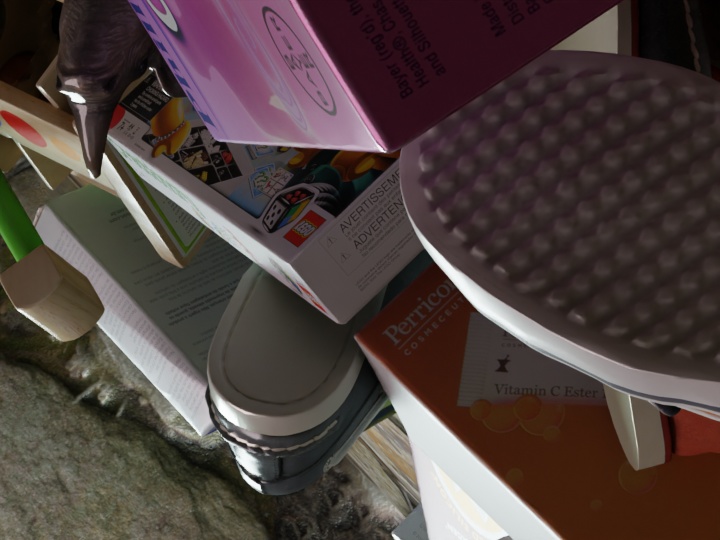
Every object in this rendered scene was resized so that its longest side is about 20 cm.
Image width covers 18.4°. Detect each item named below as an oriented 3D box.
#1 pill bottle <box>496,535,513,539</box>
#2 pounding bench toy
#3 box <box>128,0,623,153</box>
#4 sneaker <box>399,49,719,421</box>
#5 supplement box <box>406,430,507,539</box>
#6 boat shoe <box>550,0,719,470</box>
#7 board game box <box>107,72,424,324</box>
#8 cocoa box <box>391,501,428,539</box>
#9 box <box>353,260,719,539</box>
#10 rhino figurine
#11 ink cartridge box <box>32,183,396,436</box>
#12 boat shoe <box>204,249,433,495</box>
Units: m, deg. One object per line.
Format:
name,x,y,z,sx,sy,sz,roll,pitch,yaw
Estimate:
pill bottle,0.120,0.175,0.914,0.200,0.104,0.104,33,-177,-39
pounding bench toy,-0.151,-0.079,1.088,0.156,0.200,0.124,25,161,29
box,-0.025,-0.129,0.554,0.176,0.097,0.200,58,171,-12
sneaker,0.105,0.010,0.532,0.200,0.079,0.079,20,166,18
supplement box,0.087,0.098,0.992,0.110,0.086,0.200,35,145,49
boat shoe,0.094,-0.025,0.637,0.071,0.062,0.200,-105,1,-52
board game box,-0.010,-0.062,0.806,0.035,0.126,0.200,50,172,-29
cocoa box,0.140,0.182,1.204,0.200,0.133,0.131,43,172,33
box,0.115,0.061,0.752,0.200,0.124,0.098,43,171,27
rhino figurine,-0.074,-0.129,0.709,0.060,0.201,0.087,3,176,4
ink cartridge box,-0.042,0.012,1.186,0.200,0.199,0.041,45,133,19
boat shoe,0.000,0.000,0.833,0.073,0.200,0.062,15,138,17
